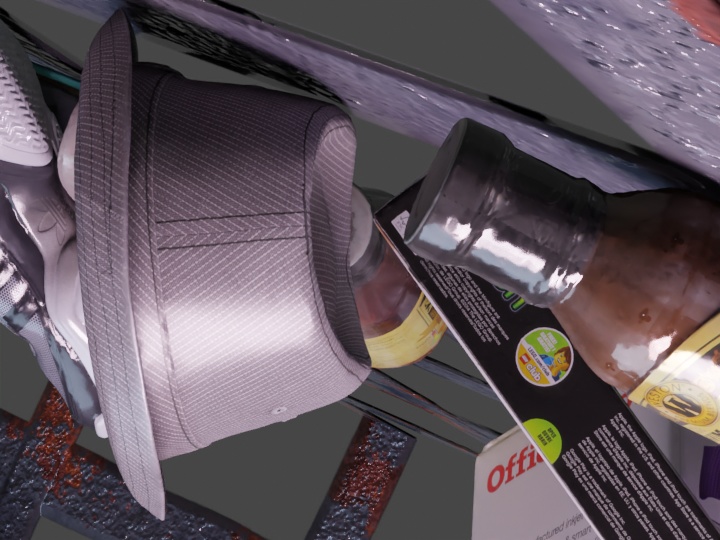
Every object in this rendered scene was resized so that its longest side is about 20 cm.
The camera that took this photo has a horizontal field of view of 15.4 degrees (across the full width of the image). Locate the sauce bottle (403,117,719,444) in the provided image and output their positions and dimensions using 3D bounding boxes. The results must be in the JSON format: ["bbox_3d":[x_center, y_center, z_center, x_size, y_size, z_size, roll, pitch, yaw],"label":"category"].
[{"bbox_3d":[0.108,0.018,0.760,0.199,0.065,0.065,25,175,-5],"label":"sauce bottle"}]

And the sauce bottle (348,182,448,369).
[{"bbox_3d":[0.000,0.000,1.103,0.066,0.066,0.200,24,176,9],"label":"sauce bottle"}]

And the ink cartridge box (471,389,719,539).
[{"bbox_3d":[0.113,0.149,1.071,0.084,0.201,0.145,22,145,-26],"label":"ink cartridge box"}]

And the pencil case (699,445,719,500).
[{"bbox_3d":[0.219,0.101,0.951,0.199,0.084,0.085,28,145,-15],"label":"pencil case"}]

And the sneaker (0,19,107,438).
[{"bbox_3d":[-0.170,-0.007,1.134,0.076,0.113,0.201,-103,-7,-66],"label":"sneaker"}]

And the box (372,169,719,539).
[{"bbox_3d":[0.082,0.059,0.950,0.200,0.035,0.110,54,-177,14],"label":"box"}]

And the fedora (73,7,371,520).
[{"bbox_3d":[-0.043,-0.004,0.933,0.090,0.178,0.200,-4,167,2],"label":"fedora"}]

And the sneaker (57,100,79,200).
[{"bbox_3d":[-0.063,-0.023,1.139,0.080,0.072,0.200,26,175,17],"label":"sneaker"}]

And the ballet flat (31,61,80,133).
[{"bbox_3d":[-0.200,-0.087,1.160,0.199,0.073,0.073,28,174,-25],"label":"ballet flat"}]
